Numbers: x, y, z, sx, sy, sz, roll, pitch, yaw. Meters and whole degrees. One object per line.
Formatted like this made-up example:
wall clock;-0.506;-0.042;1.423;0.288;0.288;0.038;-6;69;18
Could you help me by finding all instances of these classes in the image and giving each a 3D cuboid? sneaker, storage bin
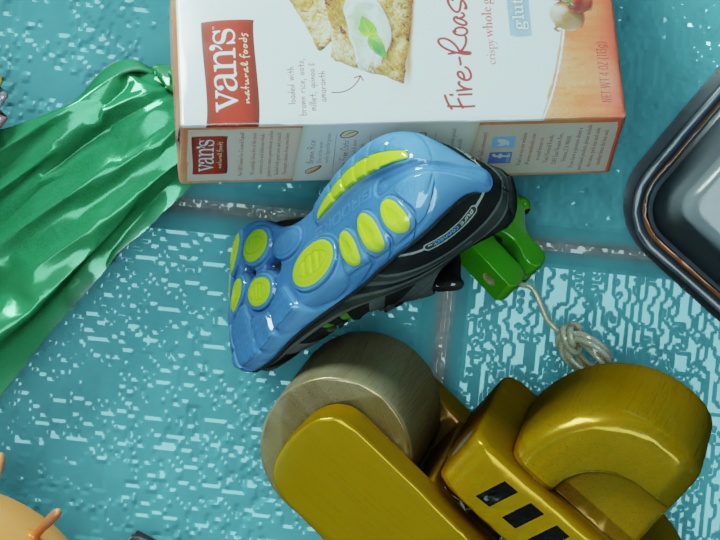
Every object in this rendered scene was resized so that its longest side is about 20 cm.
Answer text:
sneaker;0.000;0.000;1.272;0.082;0.199;0.071;11;64;-31
storage bin;0.226;-0.052;1.269;0.145;0.134;0.200;42;95;1

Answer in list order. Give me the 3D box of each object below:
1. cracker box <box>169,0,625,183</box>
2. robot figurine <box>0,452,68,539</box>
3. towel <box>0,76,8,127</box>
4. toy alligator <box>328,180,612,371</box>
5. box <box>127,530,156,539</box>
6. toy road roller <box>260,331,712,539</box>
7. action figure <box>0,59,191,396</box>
cracker box;0.013;-0.112;1.277;0.198;0.058;0.135;-2;64;-5
robot figurine;-0.197;0.184;1.294;0.116;0.144;0.201;28;93;13
towel;-0.267;-0.043;1.335;0.143;0.023;0.200;38;96;20
toy alligator;0.051;-0.031;1.323;0.200;0.059;0.054;41;53;1
box;-0.088;0.250;1.342;0.161;0.049;0.201;28;94;0
toy road roller;0.069;0.087;1.275;0.200;0.123;0.146;41;108;-1
action figure;-0.139;-0.035;1.332;0.200;0.055;0.118;-39;87;8
